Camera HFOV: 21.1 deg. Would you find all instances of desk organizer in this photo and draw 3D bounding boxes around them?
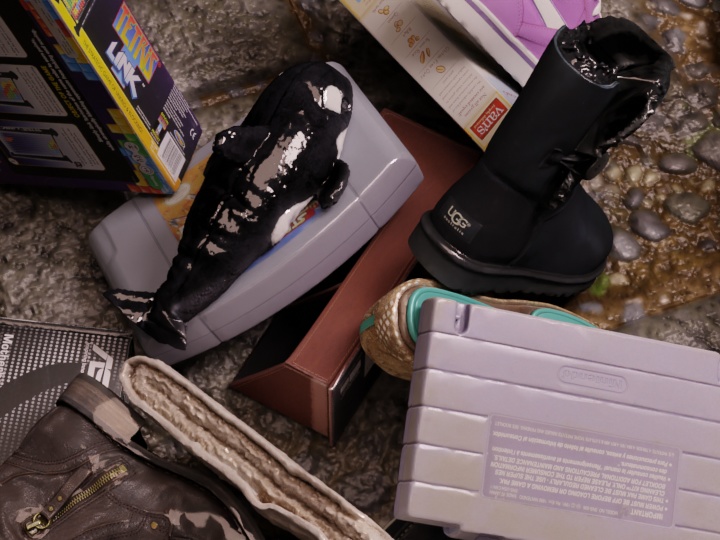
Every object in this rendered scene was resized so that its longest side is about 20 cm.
[{"bbox_3d":[0.000,0.000,1.204,0.077,0.072,0.200,26,61,15],"label":"desk organizer"}]

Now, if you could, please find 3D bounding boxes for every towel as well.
[{"bbox_3d":[-0.040,0.125,1.068,0.200,0.133,0.035,33,81,36],"label":"towel"}]

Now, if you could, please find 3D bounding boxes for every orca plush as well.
[{"bbox_3d":[-0.081,-0.056,1.141,0.200,0.071,0.105,-44,46,-7],"label":"orca plush"}]

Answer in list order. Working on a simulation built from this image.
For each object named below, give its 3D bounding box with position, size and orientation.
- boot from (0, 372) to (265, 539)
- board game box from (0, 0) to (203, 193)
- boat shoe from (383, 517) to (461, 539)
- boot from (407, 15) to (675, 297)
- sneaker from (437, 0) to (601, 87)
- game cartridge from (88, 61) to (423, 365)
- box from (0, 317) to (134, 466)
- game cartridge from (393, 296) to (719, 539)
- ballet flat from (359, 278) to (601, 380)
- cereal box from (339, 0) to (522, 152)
[{"bbox_3d":[-0.156,0.168,1.057,0.200,0.069,0.174,38,69,21],"label":"boot"},{"bbox_3d":[-0.210,-0.129,1.173,0.165,0.200,0.057,7,58,25],"label":"board game box"},{"bbox_3d":[0.085,0.140,1.127,0.200,0.062,0.075,-26,65,-15],"label":"boat shoe"},{"bbox_3d":[0.132,-0.067,1.149,0.076,0.168,0.200,49,27,22],"label":"boot"},{"bbox_3d":[0.136,-0.160,1.204,0.114,0.200,0.073,-44,49,8],"label":"sneaker"},{"bbox_3d":[-0.065,-0.034,1.189,0.200,0.042,0.133,-36,41,0],"label":"game cartridge"},{"bbox_3d":[-0.242,0.120,1.134,0.192,0.048,0.201,6,59,3],"label":"box"},{"bbox_3d":[0.121,0.096,1.090,0.199,0.038,0.130,12,82,-16],"label":"game cartridge"},{"bbox_3d":[0.082,0.050,1.163,0.200,0.065,0.071,22,66,-33],"label":"ballet flat"},{"bbox_3d":[0.056,-0.141,1.256,0.040,0.144,0.200,-47,65,14],"label":"cereal box"}]
